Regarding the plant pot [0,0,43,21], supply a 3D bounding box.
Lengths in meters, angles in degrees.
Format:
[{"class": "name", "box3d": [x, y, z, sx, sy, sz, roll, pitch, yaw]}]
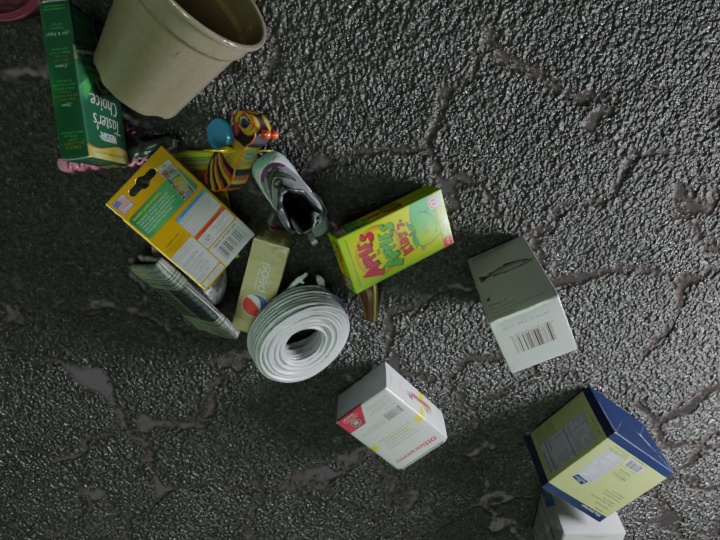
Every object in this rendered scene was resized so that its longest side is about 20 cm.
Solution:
[{"class": "plant pot", "box3d": [-0.498, -0.411, 0.641, 0.196, 0.180, 0.203, 2, 121, 4]}]

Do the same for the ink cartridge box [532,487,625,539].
[{"class": "ink cartridge box", "box3d": [0.517, 0.629, 1.262, 0.142, 0.148, 0.203, -1, 120, 0]}]

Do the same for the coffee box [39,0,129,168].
[{"class": "coffee box", "box3d": [-0.383, -0.251, 0.737, 0.043, 0.123, 0.204, -5, 94, 0]}]

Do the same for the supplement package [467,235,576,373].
[{"class": "supplement package", "box3d": [0.271, 0.052, 0.902, 0.116, 0.201, 0.118, -24, 118, 13]}]

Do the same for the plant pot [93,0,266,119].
[{"class": "plant pot", "box3d": [-0.261, -0.318, 0.711, 0.200, 0.202, 0.183, 41, 123, -21]}]

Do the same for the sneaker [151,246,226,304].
[{"class": "sneaker", "box3d": [-0.315, -0.024, 0.931, 0.098, 0.078, 0.202, -17, 108, 29]}]

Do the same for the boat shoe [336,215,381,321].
[{"class": "boat shoe", "box3d": [0.000, 0.000, 0.951, 0.066, 0.072, 0.203, -5, 113, 8]}]

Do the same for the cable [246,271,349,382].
[{"class": "cable", "box3d": [-0.111, 0.121, 0.979, 0.199, 0.069, 0.200, -38, 137, -1]}]

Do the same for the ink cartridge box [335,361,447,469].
[{"class": "ink cartridge box", "box3d": [0.066, 0.314, 1.118, 0.145, 0.084, 0.200, -39, 113, 20]}]

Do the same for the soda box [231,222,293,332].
[{"class": "soda box", "box3d": [-0.181, 0.019, 0.962, 0.067, 0.064, 0.202, 16, 119, -9]}]

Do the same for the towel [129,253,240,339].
[{"class": "towel", "box3d": [-0.313, 0.045, 0.930, 0.193, 0.035, 0.199, 49, 154, -26]}]

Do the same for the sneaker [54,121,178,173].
[{"class": "sneaker", "box3d": [-0.393, -0.212, 0.831, 0.196, 0.079, 0.097, -5, 109, 1]}]

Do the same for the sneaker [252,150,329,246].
[{"class": "sneaker", "box3d": [-0.090, -0.082, 0.830, 0.077, 0.141, 0.200, -38, 142, 5]}]

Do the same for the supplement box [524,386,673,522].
[{"class": "supplement box", "box3d": [0.510, 0.402, 1.139, 0.199, 0.135, 0.200, 34, 114, -18]}]

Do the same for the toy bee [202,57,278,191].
[{"class": "toy bee", "box3d": [-0.182, -0.201, 0.797, 0.108, 0.131, 0.202, 32, 137, 25]}]

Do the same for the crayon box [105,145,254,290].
[{"class": "crayon box", "box3d": [-0.287, -0.081, 0.845, 0.200, 0.051, 0.126, 46, 75, -24]}]

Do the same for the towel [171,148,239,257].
[{"class": "towel", "box3d": [-0.267, -0.112, 0.916, 0.085, 0.018, 0.203, 0, 121, 6]}]

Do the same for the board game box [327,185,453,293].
[{"class": "board game box", "box3d": [0.054, -0.054, 0.880, 0.198, 0.048, 0.103, -27, 116, -15]}]
